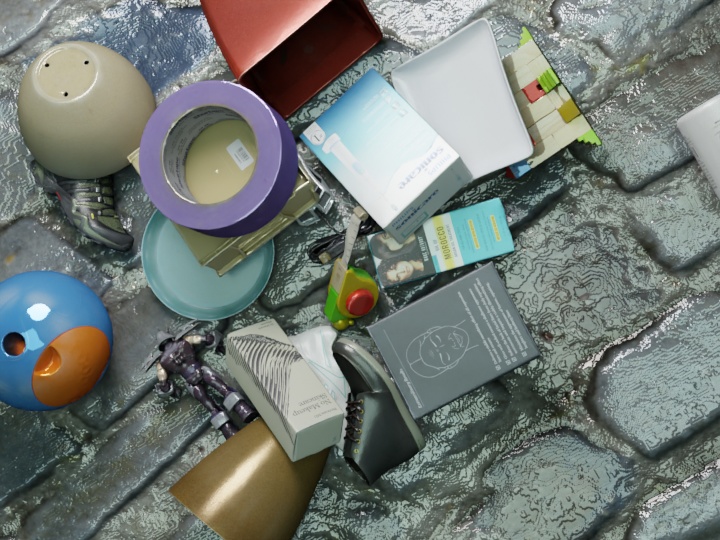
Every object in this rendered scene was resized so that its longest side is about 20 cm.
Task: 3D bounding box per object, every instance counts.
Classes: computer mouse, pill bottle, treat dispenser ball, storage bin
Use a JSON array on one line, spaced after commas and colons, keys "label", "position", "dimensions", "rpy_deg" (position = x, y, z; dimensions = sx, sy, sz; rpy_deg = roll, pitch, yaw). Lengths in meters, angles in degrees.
[{"label": "computer mouse", "position": [-0.075, -0.107, 1.672], "dimensions": [0.110, 0.044, 0.200], "rpy_deg": [-40, 77, 7]}, {"label": "pill bottle", "position": [0.533, -0.148, 1.582], "dimensions": [0.114, 0.114, 0.200], "rpy_deg": [-29, 86, 5]}, {"label": "treat dispenser ball", "position": [-0.455, 0.100, 1.638], "dimensions": [0.201, 0.201, 0.201], "rpy_deg": [0, 89, 6]}, {"label": "storage bin", "position": [-0.191, -0.133, 1.632], "dimensions": [0.198, 0.094, 0.200], "rpy_deg": [-37, 77, 6]}]

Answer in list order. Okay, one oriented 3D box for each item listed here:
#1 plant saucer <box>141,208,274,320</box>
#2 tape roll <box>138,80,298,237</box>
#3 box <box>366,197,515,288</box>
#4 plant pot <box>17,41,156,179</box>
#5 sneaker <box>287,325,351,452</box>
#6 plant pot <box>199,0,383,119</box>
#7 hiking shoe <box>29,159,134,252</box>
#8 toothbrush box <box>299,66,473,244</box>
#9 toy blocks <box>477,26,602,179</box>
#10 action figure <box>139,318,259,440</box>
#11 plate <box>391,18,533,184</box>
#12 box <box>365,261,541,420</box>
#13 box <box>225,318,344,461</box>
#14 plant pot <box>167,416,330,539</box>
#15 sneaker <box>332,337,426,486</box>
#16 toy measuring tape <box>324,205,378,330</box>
[{"label": "plant saucer", "position": [-0.224, -0.026, 1.702], "dimensions": [0.200, 0.027, 0.200], "rpy_deg": [0, 89, 6]}, {"label": "tape roll", "position": [-0.189, -0.147, 1.542], "dimensions": [0.200, 0.085, 0.200], "rpy_deg": [-1, 85, 13]}, {"label": "box", "position": [0.116, -0.039, 1.656], "dimensions": [0.200, 0.049, 0.082], "rpy_deg": [-17, 88, 5]}, {"label": "plant pot", "position": [-0.402, -0.248, 1.640], "dimensions": [0.200, 0.134, 0.201], "rpy_deg": [0, 70, 1]}, {"label": "sneaker", "position": [-0.034, 0.174, 1.659], "dimensions": [0.080, 0.070, 0.200], "rpy_deg": [-24, 86, 2]}, {"label": "plant pot", "position": [-0.114, -0.363, 1.621], "dimensions": [0.200, 0.200, 0.176], "rpy_deg": [-38, 74, 4]}, {"label": "hiking shoe", "position": [-0.395, -0.117, 1.696], "dimensions": [0.101, 0.076, 0.200], "rpy_deg": [-45, 85, 7]}, {"label": "toothbrush box", "position": [0.036, -0.161, 1.619], "dimensions": [0.146, 0.085, 0.200], "rpy_deg": [-44, 65, 4]}, {"label": "toy blocks", "position": [0.231, -0.225, 1.634], "dimensions": [0.137, 0.100, 0.200], "rpy_deg": [-33, 87, 16]}, {"label": "action figure", "position": [-0.237, 0.159, 1.684], "dimensions": [0.130, 0.069, 0.200], "rpy_deg": [-44, 82, 11]}, {"label": "plate", "position": [0.146, -0.226, 1.619], "dimensions": [0.200, 0.032, 0.200], "rpy_deg": [-22, 87, 46]}, {"label": "box", "position": [0.132, 0.098, 1.624], "dimensions": [0.200, 0.107, 0.149], "rpy_deg": [-27, 87, 4]}, {"label": "box", "position": [-0.108, 0.163, 1.596], "dimensions": [0.082, 0.068, 0.200], "rpy_deg": [-20, 50, -28]}, {"label": "plant pot", "position": [-0.137, 0.295, 1.626], "dimensions": [0.186, 0.186, 0.200], "rpy_deg": [39, 77, 5]}, {"label": "sneaker", "position": [0.000, 0.198, 1.604], "dimensions": [0.106, 0.075, 0.200], "rpy_deg": [-36, 98, -20]}, {"label": "toy measuring tape", "position": [0.000, 0.000, 1.640], "dimensions": [0.073, 0.074, 0.200], "rpy_deg": [19, 118, 6]}]
